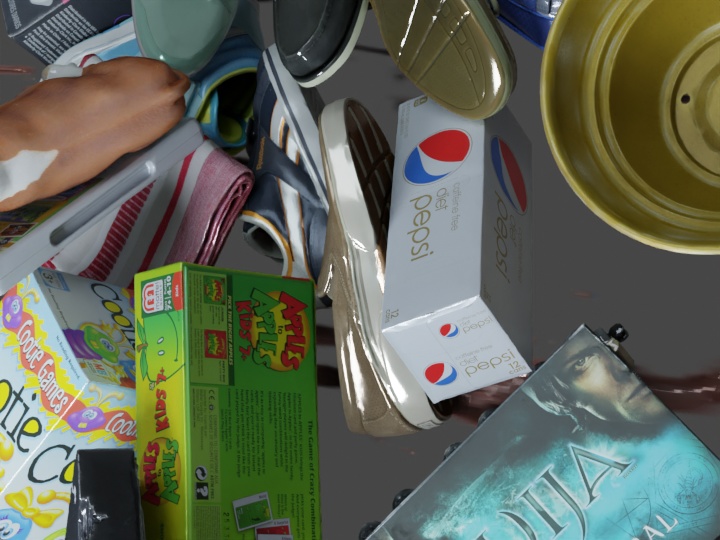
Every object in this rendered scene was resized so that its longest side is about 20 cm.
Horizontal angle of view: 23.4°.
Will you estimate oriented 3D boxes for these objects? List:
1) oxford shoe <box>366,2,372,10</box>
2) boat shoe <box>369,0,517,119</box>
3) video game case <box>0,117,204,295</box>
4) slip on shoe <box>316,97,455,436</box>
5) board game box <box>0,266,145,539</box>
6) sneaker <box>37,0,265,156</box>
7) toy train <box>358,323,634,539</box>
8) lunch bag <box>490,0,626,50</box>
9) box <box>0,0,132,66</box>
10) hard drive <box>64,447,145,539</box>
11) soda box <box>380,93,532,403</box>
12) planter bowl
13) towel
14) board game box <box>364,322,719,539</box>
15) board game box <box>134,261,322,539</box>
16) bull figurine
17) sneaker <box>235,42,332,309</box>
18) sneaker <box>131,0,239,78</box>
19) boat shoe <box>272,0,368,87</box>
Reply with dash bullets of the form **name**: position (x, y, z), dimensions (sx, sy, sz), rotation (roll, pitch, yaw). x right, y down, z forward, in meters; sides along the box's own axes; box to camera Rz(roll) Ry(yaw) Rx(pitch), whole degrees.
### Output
- **oxford shoe**: position (0.010, -0.200, 1.180), dimensions (0.084, 0.073, 0.200), rotation (-41, 39, 12)
- **boat shoe**: position (0.039, -0.174, 1.049), dimensions (0.201, 0.063, 0.073), rotation (51, 134, 27)
- **video game case**: position (-0.225, -0.046, 1.103), dimensions (0.200, 0.022, 0.182), rotation (5, 36, 43)
- **slip on shoe**: position (0.000, 0.000, 1.028), dimensions (0.060, 0.076, 0.200), rotation (-16, 91, 24)
- **board game box**: position (-0.201, 0.110, 1.063), dimensions (0.200, 0.103, 0.105), rotation (-50, 51, 19)
- **sneaker**: position (-0.147, -0.112, 1.220), dimensions (0.200, 0.080, 0.131), rotation (-34, 50, 13)
- **toy train**: position (0.080, 0.106, 0.981), dimensions (0.200, 0.034, 0.046), rotation (-44, 54, 5)
- **lunch bag**: position (0.116, -0.224, 1.069), dimensions (0.136, 0.133, 0.200), rotation (-20, 43, -24)
- **box**: position (-0.159, -0.236, 1.279), dimensions (0.200, 0.106, 0.122), rotation (-31, 52, 14)
- **hard drive**: position (-0.146, 0.207, 0.979), dimensions (0.038, 0.200, 0.140), rotation (1, 55, -14)
- **soda box**: position (0.059, -0.024, 1.012), dimensions (0.064, 0.068, 0.200), rotation (-20, 38, 22)
- **planter bowl**: position (0.208, -0.101, 0.969), dimensions (0.200, 0.083, 0.201), rotation (-5, 78, 25)
- **towel**: position (-0.159, -0.045, 1.153), dimensions (0.200, 0.023, 0.144), rotation (38, 105, 41)
- **board game box**: position (0.096, 0.145, 0.932), dimensions (0.200, 0.028, 0.135), rotation (-45, 65, 3)
- **board game box**: position (-0.075, 0.102, 0.997), dimensions (0.048, 0.101, 0.201), rotation (-13, 75, 45)
- **bull figurine**: position (-0.199, -0.078, 1.038), dimensions (0.200, 0.065, 0.121), rotation (-22, 20, -20)
- **sneaker**: position (-0.048, -0.061, 1.127), dimensions (0.079, 0.078, 0.200), rotation (-27, 54, 10)
- **sneaker**: position (-0.102, -0.216, 1.106), dimensions (0.118, 0.074, 0.201), rotation (-113, 38, -78)
- **boat shoe**: position (-0.035, -0.207, 1.128), dimensions (0.074, 0.063, 0.202), rotation (-22, 50, 32)
